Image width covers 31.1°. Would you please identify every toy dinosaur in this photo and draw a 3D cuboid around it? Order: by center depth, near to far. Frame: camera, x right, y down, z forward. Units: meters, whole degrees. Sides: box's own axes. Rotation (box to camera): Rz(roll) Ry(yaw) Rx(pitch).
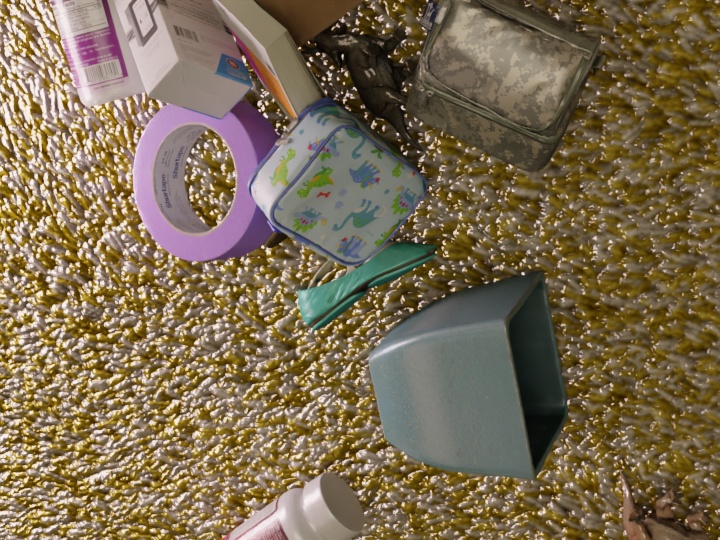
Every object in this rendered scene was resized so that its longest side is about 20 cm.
[{"bbox_3d":[0.021,-0.233,1.558,0.200,0.077,0.102,49,152,-16],"label":"toy dinosaur"},{"bbox_3d":[0.390,0.349,1.638,0.199,0.086,0.136,35,153,21],"label":"toy dinosaur"}]

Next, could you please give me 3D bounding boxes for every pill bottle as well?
[{"bbox_3d":[-0.317,-0.312,1.589,0.111,0.112,0.202,-11,103,16],"label":"pill bottle"},{"bbox_3d":[-0.097,0.362,1.733,0.200,0.110,0.110,-38,95,20],"label":"pill bottle"}]

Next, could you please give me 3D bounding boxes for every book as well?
[{"bbox_3d":[-0.106,-0.247,1.497,0.048,0.200,0.134,-41,63,-4],"label":"book"}]

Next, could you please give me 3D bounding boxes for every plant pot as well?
[{"bbox_3d":[0.124,0.129,1.579,0.198,0.196,0.198,-6,105,23],"label":"plant pot"}]

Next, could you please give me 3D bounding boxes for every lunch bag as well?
[{"bbox_3d":[0.160,-0.232,1.454,0.199,0.140,0.168,27,145,5],"label":"lunch bag"},{"bbox_3d":[-0.029,-0.099,1.537,0.161,0.199,0.083,-50,49,10],"label":"lunch bag"}]

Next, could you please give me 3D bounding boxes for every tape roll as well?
[{"bbox_3d":[-0.187,-0.114,1.604,0.199,0.065,0.202,4,96,33],"label":"tape roll"}]

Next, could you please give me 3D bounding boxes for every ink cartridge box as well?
[{"bbox_3d":[-0.216,-0.285,1.530,0.068,0.116,0.201,-41,56,29],"label":"ink cartridge box"}]

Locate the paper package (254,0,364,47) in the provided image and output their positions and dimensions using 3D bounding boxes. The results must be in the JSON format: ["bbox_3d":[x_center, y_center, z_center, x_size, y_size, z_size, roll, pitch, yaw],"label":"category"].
[{"bbox_3d":[-0.056,-0.381,1.451,0.199,0.104,0.191,-36,131,5],"label":"paper package"}]

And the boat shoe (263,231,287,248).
[{"bbox_3d":[-0.076,-0.121,1.614,0.067,0.072,0.201,36,107,12],"label":"boat shoe"}]

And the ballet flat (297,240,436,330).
[{"bbox_3d":[0.000,0.000,1.633,0.199,0.067,0.071,-32,83,17],"label":"ballet flat"}]
